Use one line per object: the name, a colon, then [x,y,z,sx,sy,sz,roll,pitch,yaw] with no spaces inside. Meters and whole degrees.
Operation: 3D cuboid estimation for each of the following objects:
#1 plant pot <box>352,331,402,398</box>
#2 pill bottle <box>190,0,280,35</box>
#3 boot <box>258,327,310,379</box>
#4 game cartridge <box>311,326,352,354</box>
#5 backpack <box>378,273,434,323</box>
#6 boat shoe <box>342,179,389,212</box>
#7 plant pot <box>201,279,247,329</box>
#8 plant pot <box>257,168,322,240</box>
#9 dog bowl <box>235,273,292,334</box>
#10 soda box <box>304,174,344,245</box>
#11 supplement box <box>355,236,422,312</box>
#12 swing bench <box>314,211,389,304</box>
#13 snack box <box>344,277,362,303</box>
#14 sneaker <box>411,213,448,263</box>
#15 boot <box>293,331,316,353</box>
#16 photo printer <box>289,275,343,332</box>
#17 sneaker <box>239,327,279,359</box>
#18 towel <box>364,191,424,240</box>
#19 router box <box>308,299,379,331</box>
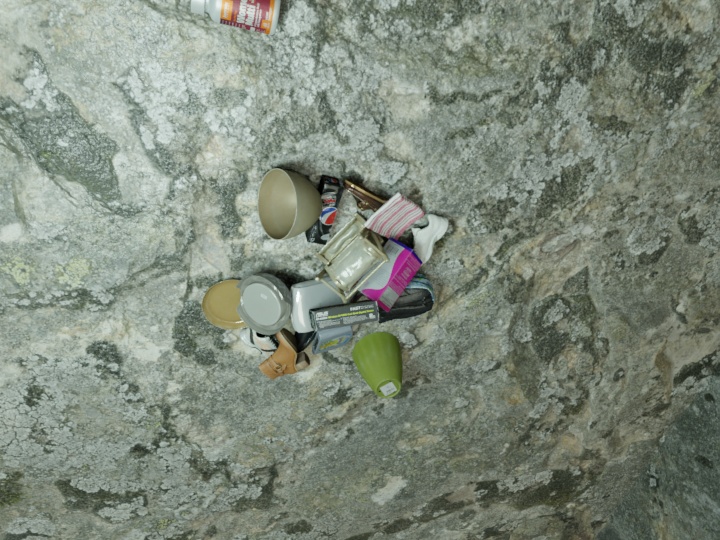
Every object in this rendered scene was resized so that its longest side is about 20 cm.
plant pot: [0.080,0.359,1.926,0.186,0.200,0.188,-6,123,-10]
pill bottle: [-0.295,-0.636,1.256,0.198,0.110,0.110,6,120,-17]
boot: [-0.277,0.289,1.786,0.154,0.074,0.201,-23,124,8]
game cartridge: [-0.095,0.234,1.834,0.133,0.041,0.200,-19,160,-19]
backpack: [0.154,0.088,1.817,0.198,0.154,0.164,-3,119,18]
boat shoe: [0.024,-0.211,1.626,0.199,0.070,0.071,25,108,-27]
plant pot: [-0.421,0.109,1.750,0.198,0.028,0.201,-6,122,-9]
plant pot: [-0.190,-0.190,1.536,0.134,0.200,0.201,-6,128,-43]
dog bowl: [-0.301,0.099,1.668,0.199,0.059,0.202,10,115,22]
soda box: [-0.112,-0.182,1.612,0.063,0.071,0.201,9,119,-20]
supplement box: [0.091,0.014,1.694,0.200,0.101,0.103,-53,144,-5]
swing bench: [-0.031,-0.043,1.638,0.130,0.200,0.199,40,107,-21]
snack box: [0.020,0.029,1.737,0.200,0.024,0.072,-46,150,-16]
sneaker: [0.200,-0.103,1.746,0.099,0.078,0.201,24,105,-19]
boot: [-0.215,0.170,1.806,0.200,0.077,0.168,-47,124,9]
photo printer: [-0.140,0.108,1.733,0.199,0.069,0.168,-13,108,-33]
sneaker: [-0.316,0.251,1.827,0.200,0.074,0.080,35,127,-30]
towel: [0.110,-0.162,1.651,0.146,0.030,0.200,-43,153,15]
router box: [-0.054,0.136,1.622,0.198,0.150,0.063,-9,89,-10]
